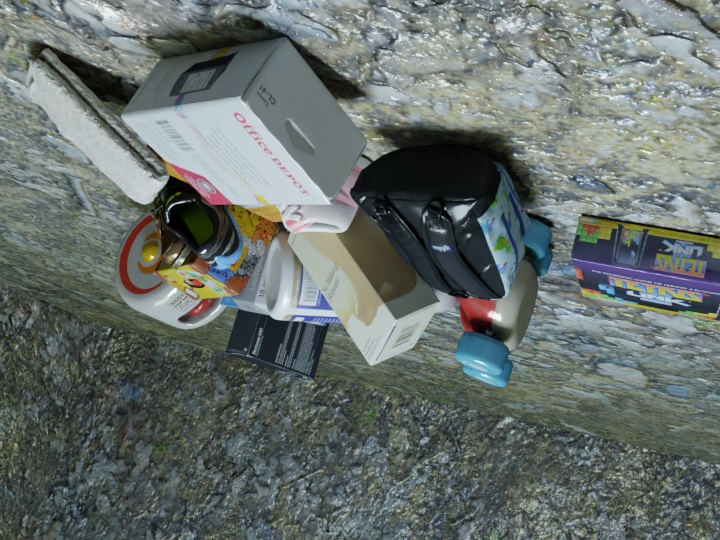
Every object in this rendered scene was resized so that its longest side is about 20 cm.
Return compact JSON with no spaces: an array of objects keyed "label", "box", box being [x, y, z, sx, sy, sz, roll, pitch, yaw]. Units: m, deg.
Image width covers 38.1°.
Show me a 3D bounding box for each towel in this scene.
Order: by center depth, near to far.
[{"label":"towel","box":[-0.303,-0.158,1.187,0.200,0.035,0.132,45,162,-10]}]

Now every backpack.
[{"label":"backpack","box":[0.105,-0.048,1.121,0.162,0.154,0.201,3,136,34]}]

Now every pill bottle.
[{"label":"pill bottle","box":[-0.019,0.013,1.375,0.199,0.117,0.116,5,171,-17]}]

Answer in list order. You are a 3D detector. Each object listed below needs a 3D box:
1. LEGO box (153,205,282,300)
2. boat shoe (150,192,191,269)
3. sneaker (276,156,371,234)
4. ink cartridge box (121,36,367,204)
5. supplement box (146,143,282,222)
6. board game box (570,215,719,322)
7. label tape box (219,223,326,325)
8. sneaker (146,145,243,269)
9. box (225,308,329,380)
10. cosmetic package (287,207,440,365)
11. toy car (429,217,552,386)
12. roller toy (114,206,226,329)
[{"label":"LEGO box","box":[-0.191,-0.044,1.424,0.077,0.150,0.200,34,163,-20]},{"label":"boat shoe","box":[-0.249,-0.072,1.382,0.068,0.072,0.200,33,-158,-20]},{"label":"sneaker","box":[-0.089,-0.104,1.173,0.199,0.105,0.075,20,169,-14]},{"label":"ink cartridge box","box":[-0.114,-0.138,1.017,0.199,0.086,0.148,2,145,44]},{"label":"supplement box","box":[-0.157,-0.124,1.255,0.199,0.067,0.069,23,166,-32]},{"label":"board game box","box":[0.353,0.004,1.206,0.199,0.057,0.165,11,168,21]},{"label":"label tape box","box":[-0.128,-0.009,1.544,0.199,0.145,0.063,8,166,30]},{"label":"sneaker","box":[-0.213,-0.091,1.288,0.200,0.071,0.083,57,-167,24]},{"label":"box","box":[-0.124,0.065,1.736,0.141,0.201,0.079,26,165,-37]},{"label":"cosmetic package","box":[0.000,0.000,1.250,0.071,0.200,0.105,-20,152,-32]},{"label":"toy car","box":[0.115,0.017,1.291,0.199,0.185,0.177,19,170,16]},{"label":"roller toy","box":[-0.292,-0.009,1.659,0.199,0.184,0.140,6,164,38]}]
